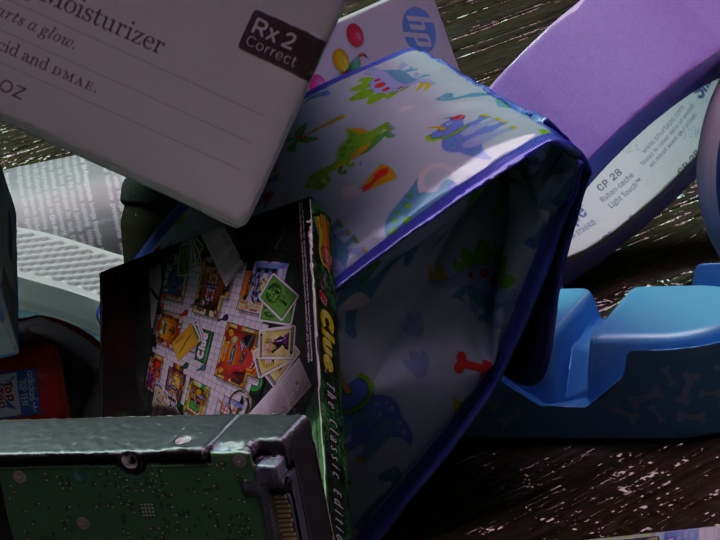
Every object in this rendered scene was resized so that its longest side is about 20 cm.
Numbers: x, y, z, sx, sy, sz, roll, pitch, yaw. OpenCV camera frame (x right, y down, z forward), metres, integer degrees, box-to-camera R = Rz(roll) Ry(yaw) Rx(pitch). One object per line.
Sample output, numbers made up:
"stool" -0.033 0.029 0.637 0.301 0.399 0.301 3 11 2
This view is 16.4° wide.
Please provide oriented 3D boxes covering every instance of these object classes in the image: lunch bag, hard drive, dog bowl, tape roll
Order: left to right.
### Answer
"hard drive" -0.101 0.121 0.895 0.199 0.140 0.038 -3 19 24
"lunch bag" 0.000 0.000 1.106 0.200 0.127 0.170 -53 30 1
"dog bowl" 0.112 0.040 1.175 0.199 0.050 0.111 -2 19 26
"tape roll" 0.128 -0.074 1.290 0.200 0.066 0.200 -38 -15 -13

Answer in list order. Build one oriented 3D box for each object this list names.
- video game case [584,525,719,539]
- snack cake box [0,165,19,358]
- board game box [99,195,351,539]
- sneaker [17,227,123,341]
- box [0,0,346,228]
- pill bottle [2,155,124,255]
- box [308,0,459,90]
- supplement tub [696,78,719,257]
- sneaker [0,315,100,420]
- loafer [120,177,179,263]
"video game case" 0.111 0.135 0.934 0.199 0.018 0.143 -7 19 10
"snack cake box" -0.248 0.003 1.051 0.199 0.067 0.115 -14 34 0
"board game box" -0.055 0.073 0.981 0.104 0.023 0.201 -17 55 20
"sneaker" -0.119 0.043 1.276 0.199 0.082 0.074 21 29 15
"box" -0.123 -0.126 1.064 0.198 0.131 0.200 23 4 -13
"pill bottle" -0.137 -0.012 1.374 0.199 0.111 0.111 -12 18 -5
"box" -0.009 -0.052 1.347 0.041 0.157 0.200 -13 11 43
"supplement tub" 0.273 -0.043 1.177 0.144 0.145 0.200 -22 21 -33
"sneaker" -0.198 0.062 1.067 0.199 0.072 0.112 -18 11 -37
"loafer" -0.038 0.010 1.234 0.199 0.072 0.073 19 -5 -27
